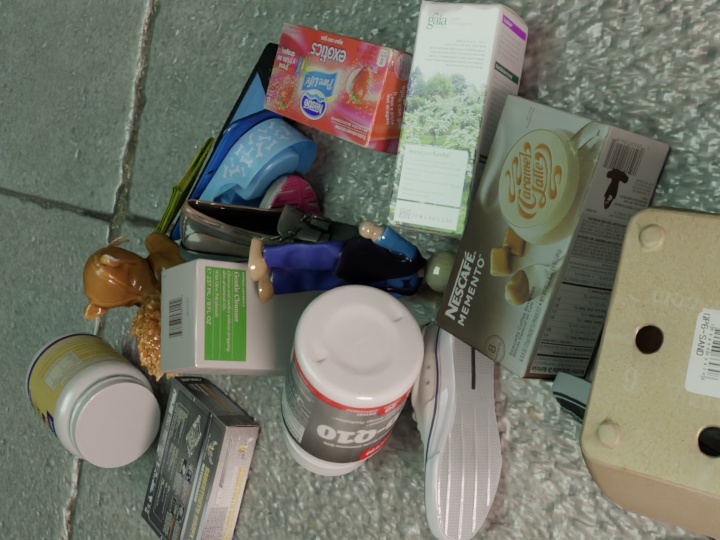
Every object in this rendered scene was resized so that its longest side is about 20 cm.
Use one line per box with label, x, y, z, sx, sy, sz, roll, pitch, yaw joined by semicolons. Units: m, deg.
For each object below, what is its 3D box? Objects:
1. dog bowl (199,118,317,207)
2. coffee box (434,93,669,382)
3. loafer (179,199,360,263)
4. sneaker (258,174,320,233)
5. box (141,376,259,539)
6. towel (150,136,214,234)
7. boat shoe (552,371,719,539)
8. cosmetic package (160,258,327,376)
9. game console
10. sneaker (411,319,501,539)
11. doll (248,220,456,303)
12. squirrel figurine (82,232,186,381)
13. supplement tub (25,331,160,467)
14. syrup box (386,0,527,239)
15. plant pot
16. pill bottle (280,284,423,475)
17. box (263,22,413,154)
dog bowl;-0.130;-0.094;1.110;0.050;0.111;0.200;49;125;13
coffee box;0.149;-0.026;0.773;0.114;0.079;0.202;33;110;49
loafer;-0.093;-0.041;1.004;0.072;0.197;0.064;-88;-2;-63
sneaker;-0.113;-0.020;1.111;0.088;0.081;0.202;37;112;46
box;-0.206;0.256;1.212;0.158;0.048;0.202;25;105;50
towel;-0.229;-0.101;1.220;0.087;0.018;0.200;-65;11;-23
boat shoe;0.206;0.140;0.680;0.199;0.073;0.069;32;95;40
cosmetic package;-0.100;0.053;0.985;0.084;0.198;0.109;-14;76;52
game console;-0.164;-0.157;1.157;0.200;0.117;0.172;-52;46;39
sneaker;0.081;0.138;0.855;0.071;0.072;0.203;-20;59;58
doll;0.000;0.000;0.907;0.137;0.197;0.049;78;-167;-57
squirrel figurine;-0.241;0.032;1.177;0.142;0.185;0.201;-57;43;29
supplement tub;-0.382;0.183;1.372;0.199;0.144;0.147;25;103;51
syrup box;0.087;-0.131;0.856;0.078;0.081;0.203;10;91;28
plant pot;0.226;0.059;0.529;0.198;0.176;0.202;11;84;39
pill bottle;-0.015;0.111;0.891;0.201;0.113;0.115;106;151;-57
box;-0.001;-0.183;0.978;0.199;0.102;0.096;29;107;49
